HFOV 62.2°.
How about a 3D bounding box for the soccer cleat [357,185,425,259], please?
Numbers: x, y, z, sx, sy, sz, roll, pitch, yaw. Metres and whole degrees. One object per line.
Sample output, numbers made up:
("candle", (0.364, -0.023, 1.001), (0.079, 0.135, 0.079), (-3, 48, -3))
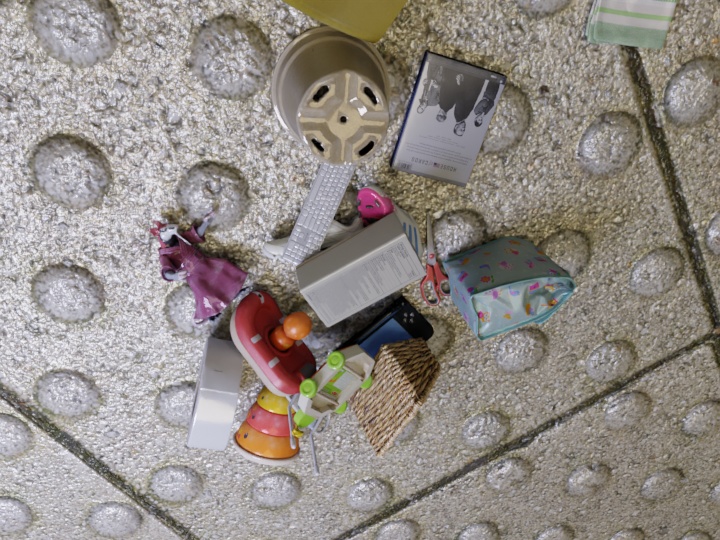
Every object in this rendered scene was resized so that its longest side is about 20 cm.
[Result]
("soccer cleat", (0.058, -0.086, 1.077), (0.069, 0.087, 0.201), (3, 137, 39))

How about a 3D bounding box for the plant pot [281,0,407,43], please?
("plant pot", (-0.019, -0.434, 0.813), (0.175, 0.201, 0.201), (27, 112, -33))

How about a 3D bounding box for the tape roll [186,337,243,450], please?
("tape roll", (-0.273, 0.230, 1.121), (0.070, 0.203, 0.205), (12, 116, -15))

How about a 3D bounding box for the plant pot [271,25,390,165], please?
("plant pot", (-0.036, -0.251, 0.906), (0.197, 0.184, 0.203), (-4, 119, -7))

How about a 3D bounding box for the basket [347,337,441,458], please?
("basket", (0.089, 0.254, 1.196), (0.141, 0.150, 0.201), (-3, 135, -38))

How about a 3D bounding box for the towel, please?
("towel", (0.455, -0.468, 0.961), (0.150, 0.023, 0.203), (1, 118, -11))

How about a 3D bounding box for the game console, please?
("game console", (0.036, 0.157, 1.181), (0.199, 0.117, 0.176), (-39, 117, 13))

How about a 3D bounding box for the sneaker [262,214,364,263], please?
("sneaker", (-0.079, -0.059, 1.077), (0.197, 0.075, 0.082), (-5, 106, -9))

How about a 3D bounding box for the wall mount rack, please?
("wall mount rack", (-0.095, 0.298, 1.202), (0.074, 0.175, 0.201), (7, 142, 33))

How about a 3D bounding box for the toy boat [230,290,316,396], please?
("toy boat", (-0.142, 0.119, 1.094), (0.130, 0.130, 0.201), (-39, 89, 26))

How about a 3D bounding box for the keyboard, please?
("keyboard", (-0.073, -0.102, 1.036), (0.056, 0.011, 0.202), (24, 91, -10))

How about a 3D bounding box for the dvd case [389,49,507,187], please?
("dvd case", (0.148, -0.255, 1.026), (0.148, 0.025, 0.202), (11, 117, -15))

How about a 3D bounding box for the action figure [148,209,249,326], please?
("action figure", (-0.296, -0.014, 1.063), (0.200, 0.134, 0.148), (47, 146, -15))

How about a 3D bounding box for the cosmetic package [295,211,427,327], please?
("cosmetic package", (0.000, 0.000, 1.014), (0.198, 0.073, 0.104), (-28, 128, 6))

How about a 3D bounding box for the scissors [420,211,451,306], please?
("scissors", (0.133, -0.016, 1.161), (0.072, 0.014, 0.202), (-22, 121, 4))

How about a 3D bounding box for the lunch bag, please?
("lunch bag", (0.276, 0.023, 1.115), (0.197, 0.171, 0.123), (-18, 117, -4))

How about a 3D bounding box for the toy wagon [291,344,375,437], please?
("toy wagon", (-0.060, 0.223, 1.102), (0.200, 0.040, 0.155), (-44, 148, -1))

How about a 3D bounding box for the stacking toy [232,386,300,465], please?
("stacking toy", (-0.175, 0.282, 1.231), (0.144, 0.146, 0.203), (13, 97, -16))
